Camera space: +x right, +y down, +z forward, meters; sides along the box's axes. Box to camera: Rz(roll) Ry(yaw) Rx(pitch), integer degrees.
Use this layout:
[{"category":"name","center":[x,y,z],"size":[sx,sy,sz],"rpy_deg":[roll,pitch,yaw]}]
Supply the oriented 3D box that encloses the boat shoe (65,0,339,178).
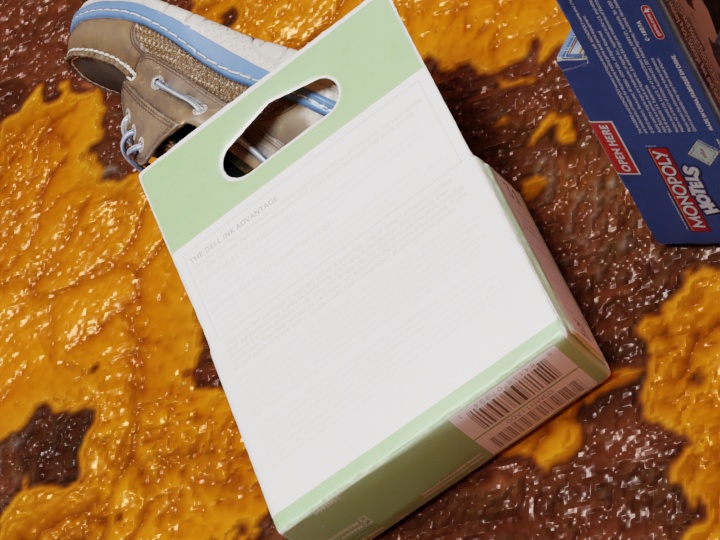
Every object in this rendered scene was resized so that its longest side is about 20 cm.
[{"category":"boat shoe","center":[-0.074,-0.073,1.157],"size":[0.199,0.072,0.073],"rpy_deg":[19,76,44]}]

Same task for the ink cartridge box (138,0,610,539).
[{"category":"ink cartridge box","center":[0.000,0.000,1.056],"size":[0.145,0.048,0.201],"rpy_deg":[-36,51,14]}]

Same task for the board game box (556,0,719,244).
[{"category":"board game box","center":[0.137,-0.151,0.988],"size":[0.061,0.200,0.201],"rpy_deg":[0,48,36]}]
